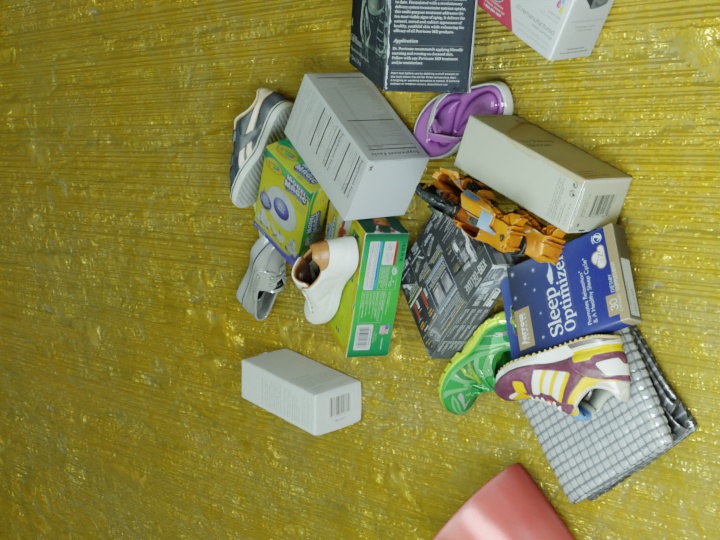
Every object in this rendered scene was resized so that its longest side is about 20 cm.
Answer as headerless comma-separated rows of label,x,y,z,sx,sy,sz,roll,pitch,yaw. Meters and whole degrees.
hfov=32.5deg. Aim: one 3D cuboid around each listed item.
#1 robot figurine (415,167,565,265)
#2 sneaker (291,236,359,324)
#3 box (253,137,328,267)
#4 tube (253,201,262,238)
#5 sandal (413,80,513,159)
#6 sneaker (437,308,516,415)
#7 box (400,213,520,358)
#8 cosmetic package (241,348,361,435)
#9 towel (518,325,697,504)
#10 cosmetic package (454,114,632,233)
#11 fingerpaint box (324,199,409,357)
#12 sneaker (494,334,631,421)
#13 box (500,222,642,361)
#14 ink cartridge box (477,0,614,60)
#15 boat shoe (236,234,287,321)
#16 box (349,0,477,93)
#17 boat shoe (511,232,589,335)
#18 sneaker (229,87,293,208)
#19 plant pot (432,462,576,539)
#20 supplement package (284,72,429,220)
robot figurine,0.159,-0.071,1.537,0.200,0.144,0.059,39,109,48
sneaker,-0.068,0.013,1.789,0.201,0.084,0.073,115,146,-53
box,-0.104,-0.110,1.892,0.117,0.048,0.201,46,142,26
tube,-0.125,-0.109,2.004,0.052,0.058,0.199,38,149,-17
sandal,0.126,-0.209,1.675,0.202,0.049,0.083,-25,79,52
sneaker,0.171,0.141,1.702,0.084,0.073,0.201,54,136,27
box,0.130,-0.001,1.696,0.201,0.049,0.159,-60,39,40
cosmetic package,-0.099,0.195,2.017,0.199,0.101,0.075,18,113,47
towel,0.308,0.177,1.542,0.200,0.085,0.167,-45,59,41
cosmetic package,0.225,-0.123,1.538,0.199,0.103,0.074,36,119,37
fingerpaint box,0.000,0.000,1.827,0.167,0.072,0.202,-126,40,-57
sneaker,0.241,0.144,1.499,0.199,0.074,0.091,-30,62,47
box,0.246,0.034,1.515,0.199,0.032,0.123,-27,62,42
ink cartridge box,0.238,-0.374,1.469,0.148,0.085,0.202,46,133,33
boat shoe,-0.153,0.008,2.052,0.066,0.072,0.201,50,135,22
box,0.067,-0.346,1.595,0.200,0.122,0.199,-125,38,-67
boat shoe,0.257,0.035,1.580,0.200,0.073,0.063,-51,54,31
sneaker,-0.169,-0.202,2.006,0.079,0.078,0.201,43,117,29
plant pot,0.207,0.390,1.653,0.177,0.199,0.201,45,132,21
supplement package,-0.008,-0.180,1.773,0.201,0.113,0.110,57,138,35
